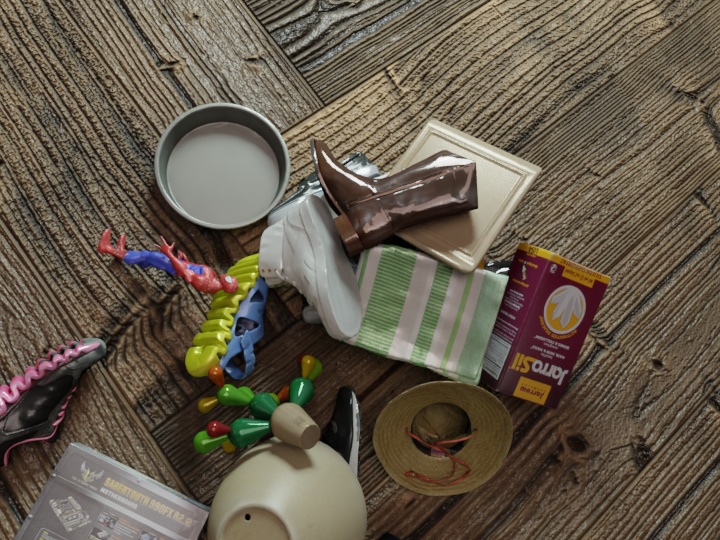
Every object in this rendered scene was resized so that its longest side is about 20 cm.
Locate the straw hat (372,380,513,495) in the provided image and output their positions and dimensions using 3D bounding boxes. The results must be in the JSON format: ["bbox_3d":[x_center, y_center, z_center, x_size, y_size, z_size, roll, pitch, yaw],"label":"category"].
[{"bbox_3d":[0.108,0.206,0.824,0.198,0.204,0.085,14,28,-6],"label":"straw hat"}]

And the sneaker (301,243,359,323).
[{"bbox_3d":[0.000,0.000,0.873,0.197,0.076,0.116,-15,80,-12],"label":"sneaker"}]

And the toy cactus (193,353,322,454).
[{"bbox_3d":[-0.108,0.168,0.749,0.198,0.164,0.104,-19,112,-37],"label":"toy cactus"}]

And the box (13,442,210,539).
[{"bbox_3d":[-0.308,0.329,0.737,0.198,0.048,0.160,26,71,-3],"label":"box"}]

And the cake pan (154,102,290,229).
[{"bbox_3d":[-0.204,-0.153,0.898,0.197,0.037,0.204,3,74,-10],"label":"cake pan"}]

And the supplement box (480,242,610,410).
[{"bbox_3d":[0.250,0.077,0.846,0.109,0.086,0.203,19,96,-19],"label":"supplement box"}]

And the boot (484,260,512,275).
[{"bbox_3d":[0.192,0.051,0.907,0.196,0.070,0.134,10,75,4],"label":"boot"}]

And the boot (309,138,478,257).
[{"bbox_3d":[0.045,-0.131,0.799,0.197,0.064,0.189,-23,72,1],"label":"boot"}]

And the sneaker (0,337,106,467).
[{"bbox_3d":[-0.403,0.168,0.763,0.199,0.079,0.096,-38,106,-17],"label":"sneaker"}]

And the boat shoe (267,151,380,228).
[{"bbox_3d":[-0.061,-0.119,0.906,0.198,0.069,0.057,-29,73,-23],"label":"boat shoe"}]

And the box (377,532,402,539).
[{"bbox_3d":[0.066,0.440,0.696,0.122,0.200,0.199,-34,82,-18],"label":"box"}]

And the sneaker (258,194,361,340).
[{"bbox_3d":[-0.073,0.014,0.803,0.115,0.073,0.203,-29,65,28],"label":"sneaker"}]

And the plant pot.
[{"bbox_3d":[-0.099,0.305,0.703,0.197,0.134,0.204,-2,81,11],"label":"plant pot"}]

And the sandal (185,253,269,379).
[{"bbox_3d":[-0.166,0.069,0.834,0.087,0.079,0.202,42,58,-36],"label":"sandal"}]

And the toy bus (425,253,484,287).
[{"bbox_3d":[0.138,-0.058,0.868,0.077,0.065,0.203,9,65,-3],"label":"toy bus"}]

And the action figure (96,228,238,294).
[{"bbox_3d":[-0.255,-0.009,0.814,0.197,0.065,0.052,22,81,10],"label":"action figure"}]

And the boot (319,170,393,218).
[{"bbox_3d":[0.015,-0.096,0.898,0.197,0.090,0.074,-22,81,-14],"label":"boot"}]

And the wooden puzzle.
[{"bbox_3d":[0.124,-0.106,0.830,0.184,0.037,0.201,31,70,24],"label":"wooden puzzle"}]

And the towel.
[{"bbox_3d":[0.080,0.055,0.798,0.197,0.023,0.155,16,98,9],"label":"towel"}]

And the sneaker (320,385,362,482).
[{"bbox_3d":[-0.044,0.255,0.797,0.086,0.076,0.204,4,74,-3],"label":"sneaker"}]
